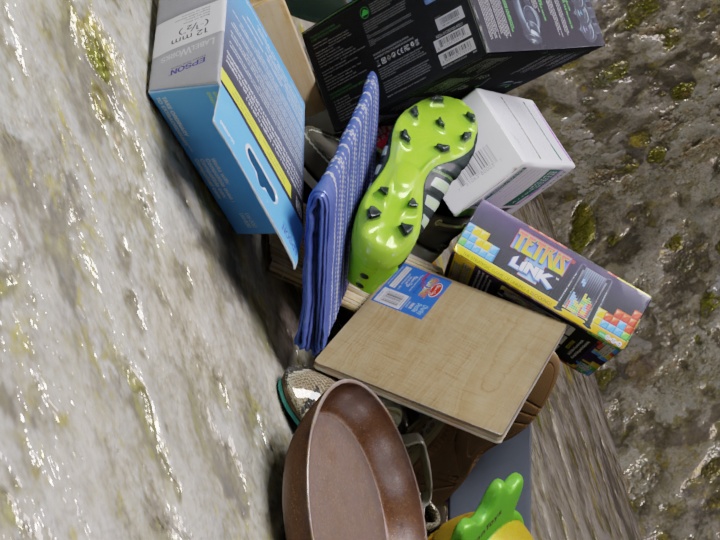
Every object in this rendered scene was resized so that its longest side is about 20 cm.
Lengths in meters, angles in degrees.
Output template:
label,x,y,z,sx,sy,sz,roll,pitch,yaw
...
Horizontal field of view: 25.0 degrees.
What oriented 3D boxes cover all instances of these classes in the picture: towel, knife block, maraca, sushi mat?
label,x,y,z,sx,sy,sz,roll,pitch,yaw
towel,-0.016,-0.046,1.240,0.200,0.024,0.146,-70,166,-56
knife block,-0.090,-0.204,1.298,0.176,0.064,0.201,-108,176,-79
maraca,0.089,0.240,1.264,0.137,0.107,0.201,-48,152,-34
sushi mat,0.000,0.000,1.336,0.199,0.012,0.096,25,39,-32

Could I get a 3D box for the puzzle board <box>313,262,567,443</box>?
label,x,y,z,sx,sy,sz,roll,pitch,yaw
puzzle board,0.067,0.061,1.264,0.200,0.150,0.017,-47,154,-59

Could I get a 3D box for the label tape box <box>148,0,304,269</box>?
label,x,y,z,sx,sy,sz,roll,pitch,yaw
label tape box,-0.096,-0.107,1.185,0.201,0.066,0.144,-90,157,-48

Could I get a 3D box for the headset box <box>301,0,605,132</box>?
label,x,y,z,sx,sy,sz,roll,pitch,yaw
headset box,0.085,-0.196,1.375,0.199,0.174,0.093,-13,82,-50

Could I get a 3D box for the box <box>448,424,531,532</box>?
label,x,y,z,sx,sy,sz,roll,pitch,yaw
box,0.119,0.164,1.488,0.141,0.078,0.201,81,10,-77

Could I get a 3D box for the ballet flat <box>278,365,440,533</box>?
label,x,y,z,sx,sy,sz,roll,pitch,yaw
ballet flat,0.010,0.134,1.231,0.068,0.075,0.201,-94,160,-51

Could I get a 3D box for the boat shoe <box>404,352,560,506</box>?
label,x,y,z,sx,sy,sz,roll,pitch,yaw
boat shoe,0.088,0.120,1.375,0.073,0.200,0.063,27,30,-32

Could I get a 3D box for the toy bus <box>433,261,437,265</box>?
label,x,y,z,sx,sy,sz,roll,pitch,yaw
toy bus,0.039,0.041,1.519,0.200,0.078,0.065,-84,151,-65

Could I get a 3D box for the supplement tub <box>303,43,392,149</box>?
label,x,y,z,sx,sy,sz,roll,pitch,yaw
supplement tub,0.014,-0.121,1.522,0.141,0.140,0.201,-84,151,-66

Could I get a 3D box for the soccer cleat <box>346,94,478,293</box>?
label,x,y,z,sx,sy,sz,roll,pitch,yaw
soccer cleat,0.036,-0.065,1.285,0.200,0.067,0.081,-59,177,-42

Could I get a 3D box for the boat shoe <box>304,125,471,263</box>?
label,x,y,z,sx,sy,sz,roll,pitch,yaw
boat shoe,0.016,-0.075,1.392,0.201,0.060,0.072,31,31,-38

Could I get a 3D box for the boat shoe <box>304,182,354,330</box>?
label,x,y,z,sx,sy,sz,roll,pitch,yaw
boat shoe,-0.010,0.004,1.400,0.070,0.070,0.201,18,40,-41

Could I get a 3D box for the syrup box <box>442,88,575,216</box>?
label,x,y,z,sx,sy,sz,roll,pitch,yaw
syrup box,0.121,-0.103,1.444,0.082,0.079,0.200,57,18,10

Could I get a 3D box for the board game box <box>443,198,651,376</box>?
label,x,y,z,sx,sy,sz,roll,pitch,yaw
board game box,0.157,0.019,1.424,0.165,0.057,0.200,32,-9,4

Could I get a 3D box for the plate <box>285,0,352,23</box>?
label,x,y,z,sx,sy,sz,roll,pitch,yaw
plate,-0.064,-0.264,1.410,0.026,0.199,0.200,-61,148,-16

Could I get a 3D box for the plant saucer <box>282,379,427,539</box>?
label,x,y,z,sx,sy,sz,roll,pitch,yaw
plant saucer,-0.005,0.176,1.117,0.200,0.034,0.202,-12,90,-68

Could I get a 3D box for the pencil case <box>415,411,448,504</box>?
label,x,y,z,sx,sy,sz,roll,pitch,yaw
pencil case,0.096,0.132,1.612,0.084,0.085,0.201,139,-62,-64
